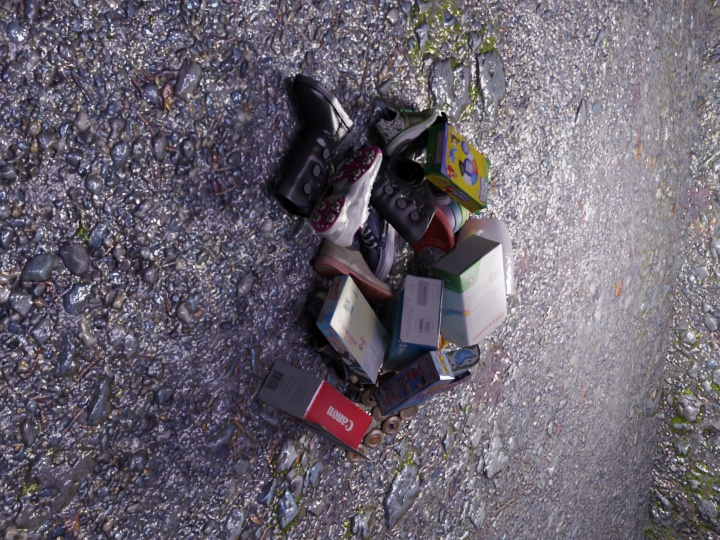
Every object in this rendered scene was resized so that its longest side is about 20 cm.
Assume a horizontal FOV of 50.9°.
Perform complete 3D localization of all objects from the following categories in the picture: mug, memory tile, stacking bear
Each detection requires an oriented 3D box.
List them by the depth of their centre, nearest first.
[{"bbox_3d":[0.027,0.320,1.640,0.199,0.017,0.154,-37,125,-8],"label":"memory tile"},{"bbox_3d":[0.200,-0.140,1.699,0.199,0.120,0.115,-39,120,-40],"label":"stacking bear"},{"bbox_3d":[0.286,-0.034,1.792,0.199,0.145,0.179,10,81,-68],"label":"mug"}]

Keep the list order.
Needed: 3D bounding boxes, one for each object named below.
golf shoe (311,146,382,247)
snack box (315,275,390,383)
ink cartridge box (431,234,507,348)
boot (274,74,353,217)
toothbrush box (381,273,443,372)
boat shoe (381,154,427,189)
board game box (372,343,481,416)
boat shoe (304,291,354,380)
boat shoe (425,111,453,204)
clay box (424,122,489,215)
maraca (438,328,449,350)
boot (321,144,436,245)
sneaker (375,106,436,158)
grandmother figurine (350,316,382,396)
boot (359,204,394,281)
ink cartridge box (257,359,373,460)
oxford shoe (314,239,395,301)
[{"bbox_3d":[-0.013,-0.134,1.382,0.092,0.075,0.202,47,68,-41],"label":"golf shoe"},{"bbox_3d":[-0.010,0.118,1.483,0.201,0.037,0.117,57,42,-39],"label":"snack box"},{"bbox_3d":[0.240,0.048,1.644,0.145,0.087,0.203,-35,127,-31],"label":"ink cartridge box"},{"bbox_3d":[-0.102,-0.216,1.339,0.165,0.065,0.202,39,76,-47],"label":"boot"},{"bbox_3d":[0.106,0.117,1.576,0.201,0.084,0.149,112,-13,-64],"label":"toothbrush box"},{"bbox_3d":[0.089,-0.201,1.583,0.198,0.056,0.070,4,100,-52],"label":"boat shoe"},{"bbox_3d":[0.152,0.216,1.545,0.197,0.200,0.062,-13,69,-27],"label":"board game box"},{"bbox_3d":[-0.065,0.140,1.503,0.064,0.071,0.203,-34,123,-31],"label":"boat shoe"},{"bbox_3d":[0.166,-0.243,1.608,0.093,0.073,0.203,57,29,-50],"label":"boat shoe"},{"bbox_3d":[0.210,-0.205,1.564,0.199,0.047,0.117,28,61,-42],"label":"clay box"},{"bbox_3d":[0.163,0.138,1.747,0.202,0.106,0.137,-57,145,-6],"label":"maraca"},{"bbox_3d":[0.037,-0.118,1.469,0.200,0.065,0.166,42,72,-18],"label":"boot"},{"bbox_3d":[0.091,-0.307,1.543,0.089,0.077,0.200,49,37,-5],"label":"sneaker"},{"bbox_3d":[0.018,0.208,1.631,0.120,0.060,0.203,-24,117,-34],"label":"grandmother figurine"},{"bbox_3d":[0.022,-0.077,1.547,0.089,0.072,0.204,6,95,-36],"label":"boot"},{"bbox_3d":[-0.068,0.270,1.453,0.200,0.174,0.085,46,67,-47],"label":"ink cartridge box"},{"bbox_3d":[0.000,0.000,1.507,0.199,0.070,0.075,33,60,-35],"label":"oxford shoe"}]
